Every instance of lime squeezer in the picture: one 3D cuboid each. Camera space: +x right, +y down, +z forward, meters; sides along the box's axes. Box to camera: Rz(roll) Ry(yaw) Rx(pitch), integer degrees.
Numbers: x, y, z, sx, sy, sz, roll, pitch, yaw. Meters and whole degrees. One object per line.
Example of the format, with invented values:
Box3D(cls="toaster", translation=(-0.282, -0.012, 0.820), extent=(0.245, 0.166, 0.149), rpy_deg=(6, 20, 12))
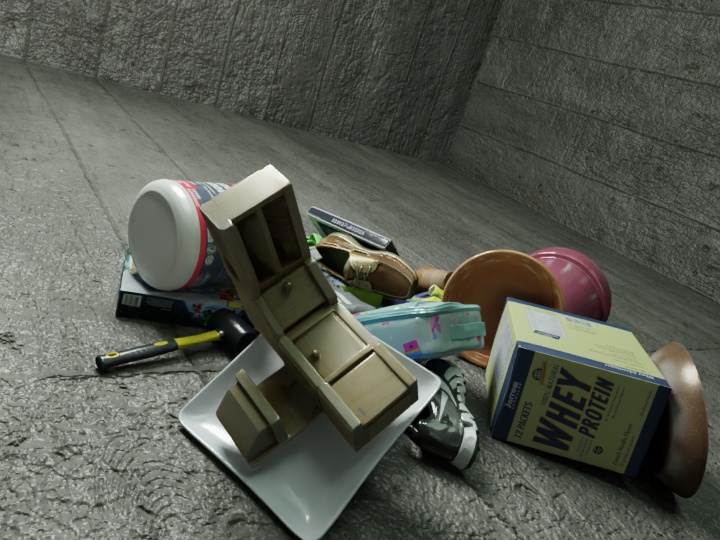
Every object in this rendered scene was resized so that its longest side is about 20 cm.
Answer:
Box3D(cls="lime squeezer", translation=(-0.102, -0.045, 1.034), extent=(0.070, 0.038, 0.200), rpy_deg=(17, 20, -1))

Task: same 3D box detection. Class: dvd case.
Box3D(cls="dvd case", translation=(0.001, -0.038, 1.092), extent=(0.199, 0.025, 0.151), rpy_deg=(27, -20, 37))

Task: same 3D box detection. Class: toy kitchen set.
Box3D(cls="toy kitchen set", translation=(-0.075, 0.059, 0.526), extent=(0.162, 0.182, 0.200), rpy_deg=(-35, 54, -19))

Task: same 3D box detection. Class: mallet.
Box3D(cls="mallet", translation=(-0.222, 0.083, 0.707), extent=(0.198, 0.042, 0.066), rpy_deg=(-4, 30, -43))

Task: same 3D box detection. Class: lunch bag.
Box3D(cls="lunch bag", translation=(0.083, 0.084, 0.810), extent=(0.158, 0.078, 0.199), rpy_deg=(-14, -9, 29))

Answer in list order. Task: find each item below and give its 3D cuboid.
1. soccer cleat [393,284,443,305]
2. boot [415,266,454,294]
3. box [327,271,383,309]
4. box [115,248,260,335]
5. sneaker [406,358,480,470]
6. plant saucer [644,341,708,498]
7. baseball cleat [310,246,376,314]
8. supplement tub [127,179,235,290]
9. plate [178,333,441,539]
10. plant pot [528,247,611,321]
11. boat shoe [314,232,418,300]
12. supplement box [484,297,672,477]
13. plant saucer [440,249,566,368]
Box3D(cls="soccer cleat", translation=(0.150, 0.069, 1.024), extent=(0.197, 0.085, 0.065), rpy_deg=(11, -13, -22))
Box3D(cls="boot", translation=(0.171, 0.049, 1.147), extent=(0.199, 0.074, 0.154), rpy_deg=(38, -19, -30))
Box3D(cls="box", translation=(-0.047, 0.021, 1.036), extent=(0.197, 0.048, 0.122), rpy_deg=(13, 20, -17))
Box3D(cls="box", translation=(-0.237, 0.030, 0.831), extent=(0.197, 0.038, 0.137), rpy_deg=(12, 20, -23))
Box3D(cls="sneaker", translation=(0.088, 0.162, 0.741), extent=(0.089, 0.067, 0.201), rpy_deg=(20, 20, -10))
Box3D(cls="plant saucer", translation=(0.411, 0.199, 0.792), extent=(0.036, 0.204, 0.201), rpy_deg=(1, 16, 10))
Box3D(cls="baseball cleat", translation=(-0.058, 0.020, 0.929), extent=(0.197, 0.108, 0.070), rpy_deg=(16, -10, -14))
Box3D(cls="supplement tub", translation=(-0.200, -0.050, 0.807), extent=(0.140, 0.142, 0.199), rpy_deg=(31, 22, 32))
Box3D(cls="plate", translation=(-0.051, 0.138, 0.595), extent=(0.198, 0.033, 0.200), rpy_deg=(30, 59, 29))
Box3D(cls="plant pot", translation=(0.331, 0.072, 1.049), extent=(0.198, 0.203, 0.178), rpy_deg=(28, 27, 25))
Box3D(cls="boat shoe", translation=(0.000, 0.000, 0.973), extent=(0.198, 0.077, 0.073), rpy_deg=(24, 27, 30))
Box3D(cls="supplement box", translation=(0.293, 0.154, 0.835), extent=(0.197, 0.136, 0.200), rpy_deg=(14, 18, 6))
Box3D(cls="plant saucer", translation=(0.230, 0.063, 0.953), extent=(0.198, 0.203, 0.037), rpy_deg=(22, 17, 7))
